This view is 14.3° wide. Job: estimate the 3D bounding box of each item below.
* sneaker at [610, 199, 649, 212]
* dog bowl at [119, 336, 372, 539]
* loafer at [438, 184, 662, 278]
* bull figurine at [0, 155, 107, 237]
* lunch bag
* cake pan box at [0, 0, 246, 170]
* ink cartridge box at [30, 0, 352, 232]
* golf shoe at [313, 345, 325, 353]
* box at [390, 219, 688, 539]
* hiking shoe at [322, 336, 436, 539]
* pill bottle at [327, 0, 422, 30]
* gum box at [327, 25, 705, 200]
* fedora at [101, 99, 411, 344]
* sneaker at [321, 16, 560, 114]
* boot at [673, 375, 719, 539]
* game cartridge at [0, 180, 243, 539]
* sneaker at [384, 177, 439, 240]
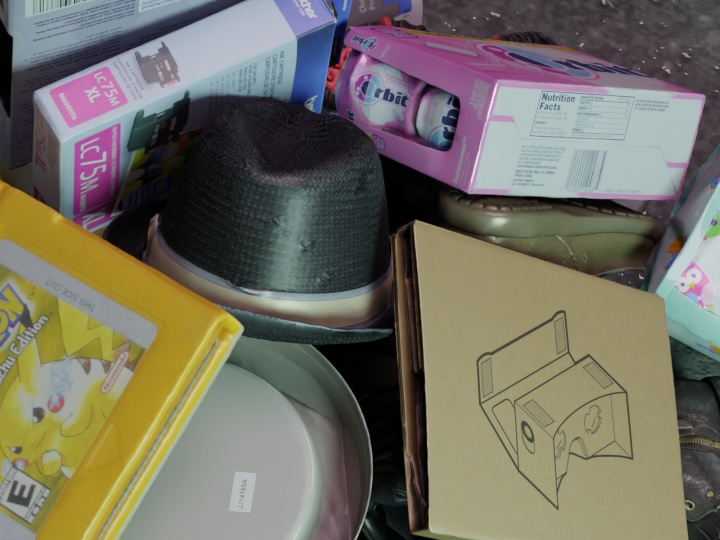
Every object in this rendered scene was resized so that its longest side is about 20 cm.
[{"bbox_3d":[0.127,-0.012,1.729,0.200,0.075,0.089,-28,76,-32],"label":"sneaker"},{"bbox_3d":[-0.092,0.116,1.466,0.199,0.059,0.201,-2,61,3],"label":"dog bowl"},{"bbox_3d":[0.100,-0.013,1.620,0.076,0.068,0.200,26,14,35],"label":"loafer"},{"bbox_3d":[-0.169,-0.048,1.629,0.200,0.065,0.121,41,51,20],"label":"bull figurine"},{"bbox_3d":[0.257,0.011,1.678,0.170,0.122,0.200,33,27,0],"label":"lunch bag"},{"bbox_3d":[-0.113,-0.144,1.546,0.199,0.184,0.052,-19,63,-17],"label":"cake pan box"},{"bbox_3d":[-0.083,-0.092,1.555,0.200,0.119,0.042,-27,69,-19],"label":"ink cartridge box"},{"bbox_3d":[-0.066,0.058,1.568,0.092,0.073,0.201,5,48,-16],"label":"golf shoe"},{"bbox_3d":[0.097,0.073,1.505,0.200,0.021,0.164,16,62,-42],"label":"box"},{"bbox_3d":[0.029,0.104,1.542,0.101,0.076,0.200,9,38,-56],"label":"hiking shoe"},{"bbox_3d":[-0.070,-0.149,1.734,0.200,0.114,0.114,-22,60,-37],"label":"pill bottle"},{"bbox_3d":[0.086,-0.088,1.619,0.113,0.066,0.200,24,16,40],"label":"gum box"},{"bbox_3d":[-0.040,-0.035,1.508,0.200,0.092,0.201,12,19,-4],"label":"fedora"},{"bbox_3d":[0.039,-0.094,1.741,0.199,0.095,0.080,2,62,-37],"label":"sneaker"},{"bbox_3d":[0.141,0.125,1.608,0.173,0.069,0.200,4,43,-13],"label":"boot"},{"bbox_3d":[-0.179,0.057,1.437,0.200,0.032,0.177,28,85,30],"label":"game cartridge"},{"bbox_3d":[0.000,0.000,1.651,0.200,0.088,0.076,47,24,15],"label":"sneaker"}]
